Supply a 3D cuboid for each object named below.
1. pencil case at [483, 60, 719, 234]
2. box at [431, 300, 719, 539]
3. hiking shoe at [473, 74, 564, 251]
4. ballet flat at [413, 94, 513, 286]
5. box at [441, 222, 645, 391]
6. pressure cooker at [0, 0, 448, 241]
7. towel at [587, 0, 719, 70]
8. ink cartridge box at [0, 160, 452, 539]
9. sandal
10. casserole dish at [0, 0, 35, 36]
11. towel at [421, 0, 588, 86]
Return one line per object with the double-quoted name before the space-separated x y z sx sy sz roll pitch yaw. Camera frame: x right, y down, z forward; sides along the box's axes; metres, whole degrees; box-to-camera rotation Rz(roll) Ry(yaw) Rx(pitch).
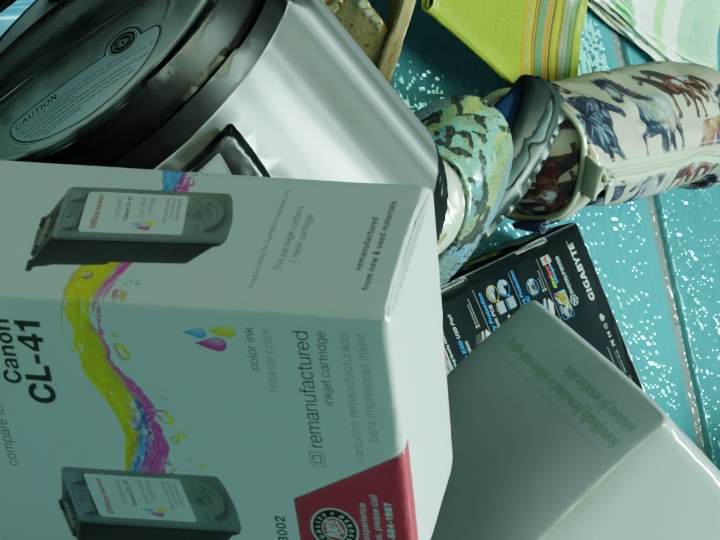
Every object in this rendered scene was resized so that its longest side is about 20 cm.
"pencil case" 0.146 -0.072 1.364 0.089 0.078 0.200 38 29 26
"box" 0.090 0.158 1.120 0.200 0.199 0.171 -45 110 1
"hiking shoe" 0.017 -0.034 1.195 0.087 0.074 0.200 44 83 -4
"ballet flat" 0.000 0.000 1.133 0.074 0.074 0.200 38 94 -28
"box" 0.092 0.091 1.301 0.159 0.046 0.200 -25 94 -44
"pressure cooker" -0.082 -0.059 1.044 0.200 0.179 0.176 50 63 -29
"towel" 0.159 -0.220 1.480 0.200 0.023 0.153 32 56 -31
"ink cartridge box" -0.070 0.040 0.946 0.086 0.200 0.148 -74 162 -48
"sandal" -0.010 -0.119 1.261 0.070 0.078 0.212 8 82 -6
"casserole dish" -0.122 -0.085 1.165 0.200 0.039 0.121 -9 83 -43
"towel" 0.083 -0.149 1.331 0.200 0.018 0.086 30 62 -61
